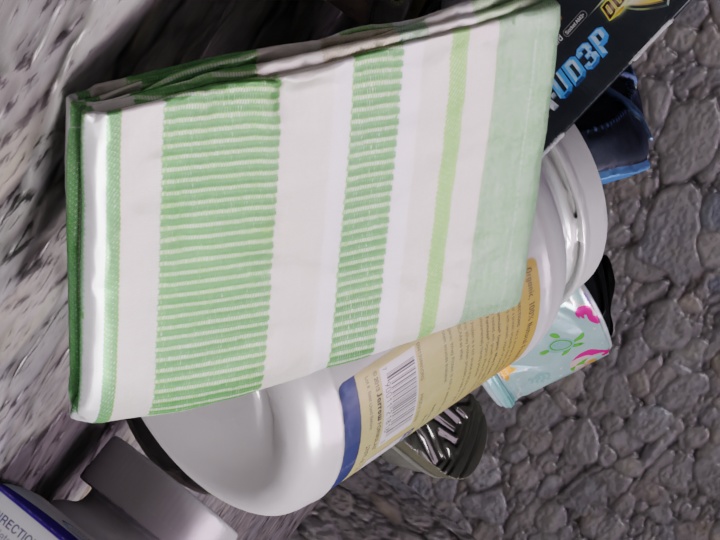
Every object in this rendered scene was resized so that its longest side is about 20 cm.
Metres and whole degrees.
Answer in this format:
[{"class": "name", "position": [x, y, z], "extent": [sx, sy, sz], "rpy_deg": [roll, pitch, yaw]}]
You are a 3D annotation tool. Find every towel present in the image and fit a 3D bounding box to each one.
[{"class": "towel", "position": [-0.017, -0.024, 0.817], "extent": [0.199, 0.023, 0.154], "rpy_deg": [-17, 131, -28]}]

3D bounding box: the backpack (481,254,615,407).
[{"class": "backpack", "position": [0.054, -0.020, 1.221], "extent": [0.150, 0.201, 0.178], "rpy_deg": [-33, 176, 1]}]

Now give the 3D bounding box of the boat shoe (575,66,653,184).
[{"class": "boat shoe", "position": [0.101, -0.081, 1.099], "extent": [0.083, 0.069, 0.200], "rpy_deg": [-11, -169, 5]}]

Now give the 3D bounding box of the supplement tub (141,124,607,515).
[{"class": "supplement tub", "position": [0.000, 0.000, 0.971], "extent": [0.199, 0.145, 0.145], "rpy_deg": [-31, 163, -34]}]

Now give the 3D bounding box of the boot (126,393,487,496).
[{"class": "boot", "position": [-0.052, 0.062, 1.187], "extent": [0.199, 0.182, 0.073], "rpy_deg": [0, -130, 44]}]

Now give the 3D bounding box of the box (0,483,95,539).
[{"class": "box", "position": [-0.163, 0.240, 1.093], "extent": [0.201, 0.183, 0.105], "rpy_deg": [-52, 173, -5]}]

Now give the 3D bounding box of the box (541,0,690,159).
[{"class": "box", "position": [0.116, -0.129, 0.920], "extent": [0.159, 0.046, 0.200], "rpy_deg": [-47, -178, 42]}]

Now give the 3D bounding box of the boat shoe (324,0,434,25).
[{"class": "boat shoe", "position": [0.048, -0.179, 0.857], "extent": [0.201, 0.066, 0.072], "rpy_deg": [-55, 174, 21]}]

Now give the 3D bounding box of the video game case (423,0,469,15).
[{"class": "video game case", "position": [0.065, -0.159, 0.922], "extent": [0.200, 0.022, 0.183], "rpy_deg": [-49, -162, 29]}]

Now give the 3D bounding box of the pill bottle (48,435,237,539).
[{"class": "pill bottle", "position": [-0.162, 0.198, 1.217], "extent": [0.200, 0.109, 0.110], "rpy_deg": [-52, 174, -10]}]
